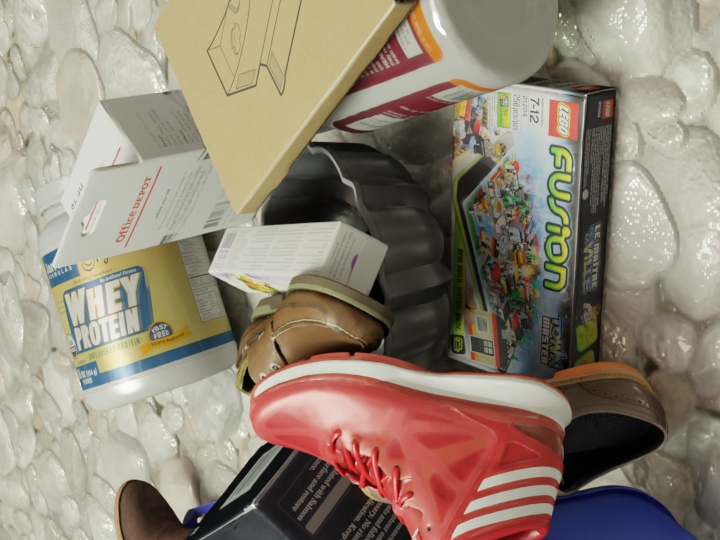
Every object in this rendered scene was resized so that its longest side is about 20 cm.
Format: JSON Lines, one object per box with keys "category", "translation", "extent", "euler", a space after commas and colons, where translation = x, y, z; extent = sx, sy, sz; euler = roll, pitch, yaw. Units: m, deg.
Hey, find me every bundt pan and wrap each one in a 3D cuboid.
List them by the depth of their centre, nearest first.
{"category": "bundt pan", "translation": [0.000, 0.000, 0.839], "extent": [0.201, 0.075, 0.205], "euler": [33, 129, 54]}

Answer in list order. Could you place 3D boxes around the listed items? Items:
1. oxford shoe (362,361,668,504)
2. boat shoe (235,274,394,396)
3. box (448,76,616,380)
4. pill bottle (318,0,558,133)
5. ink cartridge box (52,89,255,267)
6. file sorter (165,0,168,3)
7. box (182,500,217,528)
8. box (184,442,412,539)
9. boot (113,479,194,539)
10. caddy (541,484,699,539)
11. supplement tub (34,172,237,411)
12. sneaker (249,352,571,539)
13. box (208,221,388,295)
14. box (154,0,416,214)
{"category": "oxford shoe", "translation": [0.093, 0.108, 0.714], "extent": [0.073, 0.197, 0.072], "euler": [-101, -7, -74]}
{"category": "boat shoe", "translation": [-0.035, 0.054, 0.748], "extent": [0.071, 0.069, 0.200], "euler": [29, 164, -10]}
{"category": "box", "translation": [0.111, -0.026, 0.767], "extent": [0.109, 0.034, 0.203], "euler": [17, 114, 44]}
{"category": "pill bottle", "translation": [0.018, -0.153, 0.736], "extent": [0.199, 0.113, 0.116], "euler": [-9, 96, 49]}
{"category": "ink cartridge box", "translation": [-0.159, -0.080, 0.914], "extent": [0.067, 0.199, 0.116], "euler": [53, 133, 21]}
{"category": "file sorter", "translation": [-0.062, -0.275, 0.807], "extent": [0.139, 0.124, 0.201], "euler": [52, 133, 20]}
{"category": "box", "translation": [-0.109, 0.318, 1.106], "extent": [0.119, 0.041, 0.202], "euler": [-25, 81, 47]}
{"category": "box", "translation": [-0.003, 0.210, 0.826], "extent": [0.200, 0.118, 0.197], "euler": [43, 149, -3]}
{"category": "boot", "translation": [-0.136, 0.254, 1.055], "extent": [0.166, 0.072, 0.202], "euler": [-39, 72, 32]}
{"category": "caddy", "translation": [0.129, 0.212, 0.703], "extent": [0.105, 0.197, 0.144], "euler": [-153, 60, -67]}
{"category": "supplement tub", "translation": [-0.203, 0.010, 1.029], "extent": [0.144, 0.144, 0.203], "euler": [-19, 89, 47]}
{"category": "sneaker", "translation": [0.017, 0.116, 0.659], "extent": [0.197, 0.117, 0.079], "euler": [-3, 143, 21]}
{"category": "box", "translation": [-0.049, -0.007, 0.794], "extent": [0.199, 0.038, 0.042], "euler": [0, 66, 62]}
{"category": "box", "translation": [-0.057, -0.160, 0.718], "extent": [0.200, 0.021, 0.165], "euler": [-47, 60, 42]}
